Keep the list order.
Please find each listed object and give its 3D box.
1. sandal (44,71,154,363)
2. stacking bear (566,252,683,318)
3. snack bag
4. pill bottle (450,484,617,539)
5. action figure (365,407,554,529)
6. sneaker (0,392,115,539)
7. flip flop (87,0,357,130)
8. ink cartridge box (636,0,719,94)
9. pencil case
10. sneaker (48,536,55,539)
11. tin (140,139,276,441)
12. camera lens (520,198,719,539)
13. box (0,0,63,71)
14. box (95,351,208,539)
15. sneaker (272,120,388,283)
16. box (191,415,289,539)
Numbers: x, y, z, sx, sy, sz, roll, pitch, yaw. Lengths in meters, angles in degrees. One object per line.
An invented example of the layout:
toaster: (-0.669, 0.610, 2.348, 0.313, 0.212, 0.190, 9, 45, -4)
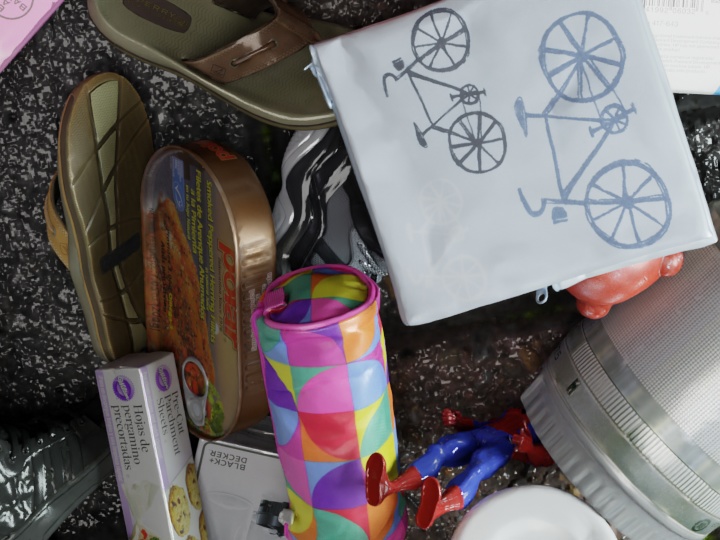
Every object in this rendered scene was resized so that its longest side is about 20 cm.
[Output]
sandal: (-0.175, -0.032, 1.334, 0.054, 0.080, 0.201, 14, 121, 32)
stacking bear: (0.120, -0.070, 1.252, 0.121, 0.114, 0.200, -33, 87, 12)
snack bag: (0.087, -0.074, 1.190, 0.200, 0.021, 0.189, -19, 95, 13)
pill bottle: (0.104, 0.223, 1.332, 0.114, 0.200, 0.114, 1, 66, -2)
action figure: (0.080, 0.115, 1.313, 0.065, 0.200, 0.052, 16, 106, 30)
sneaker: (-0.232, 0.124, 1.339, 0.200, 0.060, 0.104, -49, 117, -18)
flip flop: (-0.075, -0.150, 1.276, 0.200, 0.058, 0.081, 23, 65, -1)
ink cartridge box: (0.217, -0.216, 1.220, 0.128, 0.125, 0.201, 3, 107, 0)
pencil case: (-0.020, 0.097, 1.284, 0.088, 0.088, 0.200, -4, 117, 3)
sneaker: (-0.249, 0.221, 1.418, 0.082, 0.074, 0.200, -25, 98, 9)
tin: (-0.096, 0.013, 1.311, 0.042, 0.112, 0.201, -14, 117, -31)
camera lens: (0.224, 0.065, 1.298, 0.160, 0.160, 0.200, 43, 105, -12)
box: (-0.304, -0.170, 1.270, 0.176, 0.097, 0.200, 42, 106, -12)
box: (-0.132, 0.155, 1.345, 0.039, 0.041, 0.201, -3, 101, 31)
sneaker: (0.000, 0.000, 1.309, 0.114, 0.075, 0.201, 17, 108, 26)
box: (-0.074, 0.204, 1.410, 0.116, 0.060, 0.201, 12, 109, -2)
